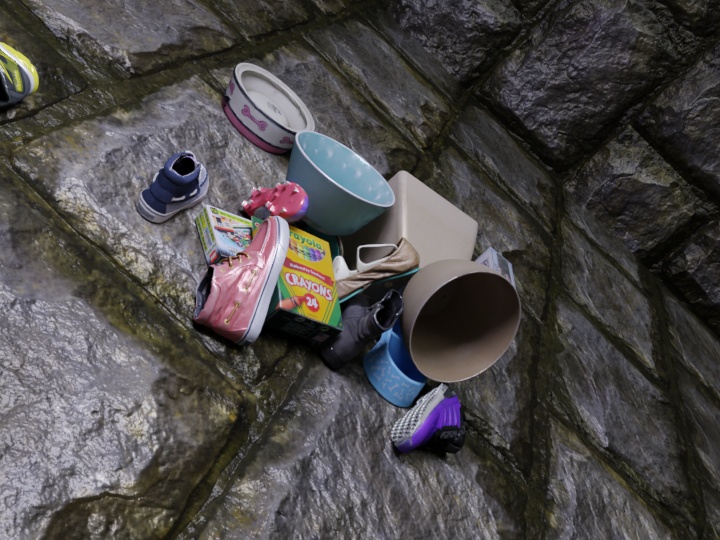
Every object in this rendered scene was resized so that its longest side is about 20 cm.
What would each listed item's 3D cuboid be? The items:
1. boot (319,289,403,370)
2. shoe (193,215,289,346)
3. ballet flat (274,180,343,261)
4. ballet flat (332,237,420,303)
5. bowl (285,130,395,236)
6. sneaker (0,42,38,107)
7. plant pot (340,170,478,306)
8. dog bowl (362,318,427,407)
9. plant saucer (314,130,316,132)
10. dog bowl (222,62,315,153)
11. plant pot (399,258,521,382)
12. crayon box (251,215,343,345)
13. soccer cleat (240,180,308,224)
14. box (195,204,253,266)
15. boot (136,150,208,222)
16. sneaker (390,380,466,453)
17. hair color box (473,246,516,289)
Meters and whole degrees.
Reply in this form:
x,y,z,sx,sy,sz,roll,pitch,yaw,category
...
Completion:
x,y,z,sx,sy,sz,roll,pitch,yaw,category
0.018,0.072,1.321,0.070,0.131,0.201,46,26,-14,boot
-0.166,-0.002,1.161,0.090,0.071,0.202,27,62,-27,shoe
-0.083,-0.082,1.485,0.201,0.067,0.062,55,15,18,ballet flat
0.000,0.000,1.349,0.068,0.198,0.073,-143,-150,-81,ballet flat
-0.050,-0.134,1.409,0.199,0.105,0.201,30,23,-14,bowl
-0.530,-0.298,1.115,0.199,0.074,0.085,35,28,-21,sneaker
0.084,-0.018,1.508,0.199,0.200,0.178,31,38,-26,plant pot
0.067,0.142,1.395,0.111,0.050,0.201,40,25,-11,dog bowl
-0.060,-0.186,1.670,0.019,0.070,0.201,-14,61,-43,plant saucer
-0.189,-0.318,1.660,0.199,0.074,0.201,35,26,-20,dog bowl
0.143,0.061,1.357,0.199,0.201,0.135,27,14,-33,plant pot
-0.099,0.002,1.272,0.126,0.051,0.202,22,43,-40,crayon box
-0.125,-0.099,1.344,0.076,0.067,0.199,39,-16,-28,soccer cleat
-0.161,-0.027,1.316,0.199,0.035,0.111,19,36,-43,box
-0.264,-0.144,1.270,0.073,0.090,0.200,40,26,-9,boot
0.121,0.248,1.299,0.100,0.069,0.200,55,29,2,sneaker
0.192,0.061,1.525,0.060,0.200,0.099,36,27,-16,hair color box
